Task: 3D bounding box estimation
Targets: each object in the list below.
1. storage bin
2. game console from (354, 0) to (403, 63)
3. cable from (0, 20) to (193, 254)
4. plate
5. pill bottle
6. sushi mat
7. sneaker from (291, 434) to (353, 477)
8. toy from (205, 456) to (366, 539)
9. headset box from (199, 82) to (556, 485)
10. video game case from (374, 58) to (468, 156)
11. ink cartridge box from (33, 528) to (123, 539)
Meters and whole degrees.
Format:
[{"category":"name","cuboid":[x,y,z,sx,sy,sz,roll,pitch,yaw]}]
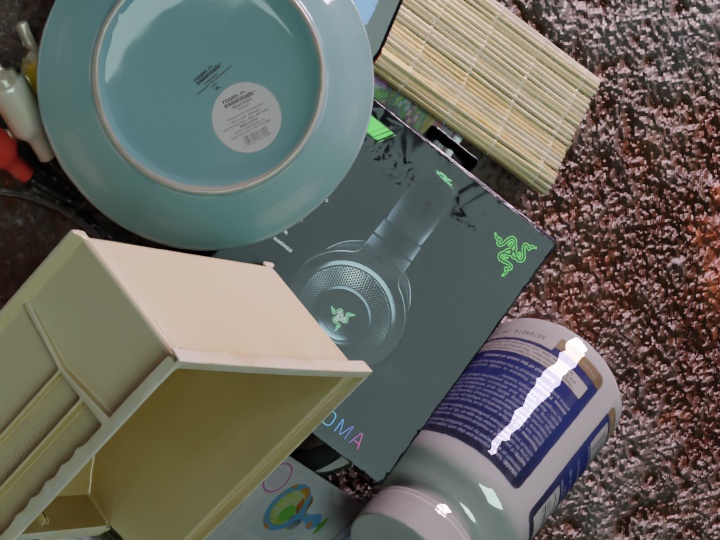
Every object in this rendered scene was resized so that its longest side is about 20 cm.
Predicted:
[{"category":"storage bin","cuboid":[-0.130,0.085,0.884,0.199,0.094,0.200,-46,159,16]},{"category":"game console","cuboid":[-0.039,-0.236,1.030,0.176,0.031,0.201,23,89,-18]},{"category":"cable","cuboid":[-0.183,-0.050,1.017,0.097,0.050,0.200,-44,116,-12]},{"category":"plate","cuboid":[-0.089,-0.112,0.967,0.199,0.026,0.202,0,91,-9]},{"category":"pill bottle","cuboid":[0.082,0.131,1.110,0.200,0.111,0.111,-44,119,-37]},{"category":"sushi mat","cuboid":[0.078,-0.140,1.126,0.200,0.012,0.096,32,74,-27]},{"category":"sneaker","cuboid":[0.016,0.057,1.130,0.079,0.074,0.200,42,80,-12]},{"category":"toy","cuboid":[-0.074,0.167,1.092,0.115,0.047,0.200,-46,139,1]},{"category":"headset box","cuboid":[0.000,0.000,1.042,0.174,0.093,0.200,38,85,-7]},{"category":"video game case","cuboid":[-0.039,-0.090,1.091,0.200,0.018,0.144,34,88,-27]},{"category":"ink cartridge box","cuboid":[-0.243,0.198,1.000,0.146,0.084,0.200,-56,136,-3]}]
